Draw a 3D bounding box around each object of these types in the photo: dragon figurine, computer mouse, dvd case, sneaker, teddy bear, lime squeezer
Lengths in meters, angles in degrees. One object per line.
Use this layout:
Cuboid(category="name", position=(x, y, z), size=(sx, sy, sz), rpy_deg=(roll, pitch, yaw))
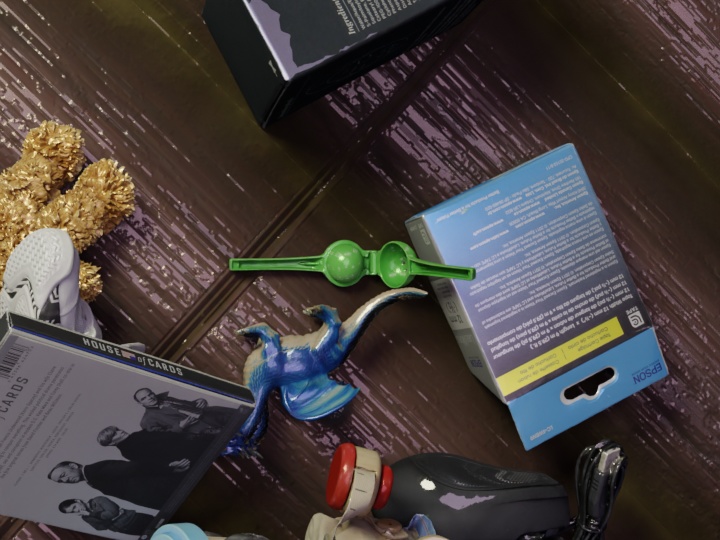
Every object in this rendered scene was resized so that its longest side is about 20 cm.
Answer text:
Cuboid(category="dragon figurine", position=(-0.036, 0.080, 0.964), size=(0.197, 0.059, 0.101), rpy_deg=(-17, 90, -10))
Cuboid(category="computer mouse", position=(0.105, 0.190, 0.966), size=(0.197, 0.053, 0.140), rpy_deg=(6, 119, -7))
Cuboid(category="dvd case", position=(-0.190, 0.115, 0.863), size=(0.198, 0.025, 0.151), rpy_deg=(23, 114, -38))
Cuboid(category="sneaker", position=(-0.192, 0.055, 0.887), size=(0.113, 0.075, 0.202), rpy_deg=(-6, 126, -32))
Cuboid(category="teddy bear", position=(-0.253, -0.018, 0.921), size=(0.199, 0.067, 0.146), rpy_deg=(-35, 91, -14))
Cuboid(category="lime squeezer", position=(0.000, 0.000, 0.980), size=(0.197, 0.071, 0.038), rpy_deg=(3, 112, 18))

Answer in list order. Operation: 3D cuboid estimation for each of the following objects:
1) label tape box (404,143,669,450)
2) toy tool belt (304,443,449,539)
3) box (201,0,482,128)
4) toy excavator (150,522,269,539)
Cuboid(category="label tape box", position=(0.142, 0.021, 1.010), size=(0.142, 0.066, 0.202), rpy_deg=(-25, 93, -14))
Cuboid(category="toy tool belt", position=(0.016, 0.226, 0.909), size=(0.121, 0.125, 0.203), rpy_deg=(14, 108, -10))
Cuboid(category="box", position=(-0.007, -0.213, 0.955), size=(0.198, 0.148, 0.108), rpy_deg=(-30, 91, -14))
Cuboid(category="toy excavator", position=(-0.161, 0.276, 0.863), size=(0.198, 0.099, 0.198), rpy_deg=(4, 81, -34))
